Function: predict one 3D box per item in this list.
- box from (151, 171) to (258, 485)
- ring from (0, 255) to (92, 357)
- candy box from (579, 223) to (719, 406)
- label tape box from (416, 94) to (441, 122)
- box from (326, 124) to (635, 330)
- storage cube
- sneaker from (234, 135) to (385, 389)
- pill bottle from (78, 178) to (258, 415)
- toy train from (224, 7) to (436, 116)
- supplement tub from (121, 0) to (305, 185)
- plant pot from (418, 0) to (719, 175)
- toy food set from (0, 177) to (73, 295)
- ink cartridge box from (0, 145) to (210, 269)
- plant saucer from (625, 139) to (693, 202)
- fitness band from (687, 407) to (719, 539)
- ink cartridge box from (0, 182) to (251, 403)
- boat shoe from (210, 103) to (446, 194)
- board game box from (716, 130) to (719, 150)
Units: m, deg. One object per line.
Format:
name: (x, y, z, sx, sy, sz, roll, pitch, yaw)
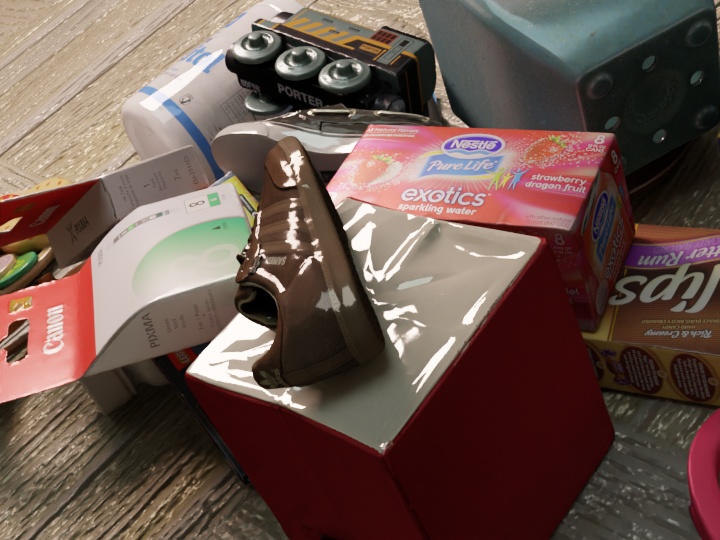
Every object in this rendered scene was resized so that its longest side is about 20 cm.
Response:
box: (-0.093, 0.041, 0.895, 0.136, 0.038, 0.200, -36, 74, -13)
ring: (-0.274, 0.029, 1.024, 0.200, 0.019, 0.200, -39, 1, 1)
candy box: (0.196, 0.025, 0.822, 0.199, 0.057, 0.117, 6, 47, 37)
label tape box: (0.004, -0.116, 1.092, 0.142, 0.066, 0.201, -17, 40, 11)
box: (0.080, -0.035, 0.829, 0.199, 0.096, 0.100, 7, 47, 31)
storage cube: (0.031, 0.084, 0.746, 0.170, 0.180, 0.200, 15, 54, 41)
sneaker: (-0.046, -0.011, 0.696, 0.075, 0.071, 0.201, -25, 37, 3)
pill bottle: (-0.159, 0.023, 0.982, 0.199, 0.115, 0.114, -37, 38, -15)
toy train: (-0.027, -0.179, 1.057, 0.199, 0.086, 0.114, 24, 52, 33)
supplement tub: (-0.125, -0.168, 1.175, 0.200, 0.132, 0.132, -42, 40, -20)
plant pot: (0.179, -0.182, 0.919, 0.195, 0.197, 0.200, -28, 47, -4)
toy food set: (-0.394, -0.024, 1.227, 0.199, 0.049, 0.198, 7, 48, 35)
ink cartridge box: (-0.249, -0.042, 1.048, 0.175, 0.045, 0.200, -22, -1, -30)
plant saucer: (0.189, -0.103, 0.995, 0.199, 0.037, 0.201, -16, 39, 13)
fitness band: (0.270, 0.142, 0.661, 0.143, 0.038, 0.201, -22, 38, 1)
ink cartridge box: (-0.167, 0.010, 0.811, 0.198, 0.050, 0.161, -14, 28, -8)
boat shoe: (-0.024, -0.099, 0.957, 0.198, 0.071, 0.064, 7, 49, 20)
board game box: (0.390, -0.125, 0.837, 0.199, 0.062, 0.200, 12, 49, 40)
